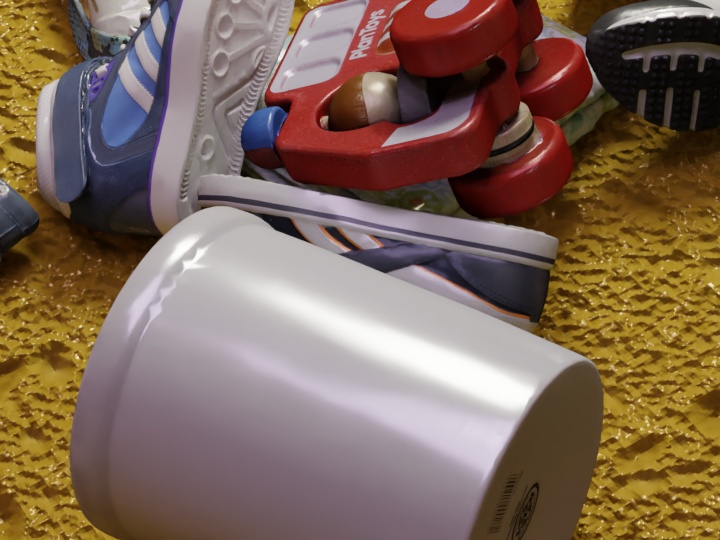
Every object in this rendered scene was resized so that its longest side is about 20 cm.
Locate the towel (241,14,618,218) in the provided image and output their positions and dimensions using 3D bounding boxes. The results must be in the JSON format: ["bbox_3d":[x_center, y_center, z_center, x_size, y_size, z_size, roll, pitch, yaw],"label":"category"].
[{"bbox_3d":[0.032,-0.097,1.269,0.200,0.048,0.171,-38,55,-24],"label":"towel"}]

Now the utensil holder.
[{"bbox_3d":[-0.007,0.081,1.027,0.199,0.170,0.170,21,53,22],"label":"utensil holder"}]

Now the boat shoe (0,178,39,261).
[{"bbox_3d":[-0.262,-0.072,1.272,0.062,0.075,0.200,-35,53,-20],"label":"boat shoe"}]

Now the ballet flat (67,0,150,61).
[{"bbox_3d":[-0.157,-0.183,1.364,0.074,0.074,0.200,-22,48,-11],"label":"ballet flat"}]

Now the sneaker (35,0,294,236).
[{"bbox_3d":[-0.126,-0.120,1.241,0.146,0.080,0.201,13,89,35],"label":"sneaker"}]

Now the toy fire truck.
[{"bbox_3d":[0.024,-0.101,1.168,0.167,0.112,0.200,-12,31,23],"label":"toy fire truck"}]

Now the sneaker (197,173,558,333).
[{"bbox_3d":[0.000,0.000,1.144,0.199,0.078,0.080,13,93,20],"label":"sneaker"}]

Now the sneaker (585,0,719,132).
[{"bbox_3d":[0.216,-0.128,1.241,0.199,0.074,0.080,-1,35,-19],"label":"sneaker"}]
